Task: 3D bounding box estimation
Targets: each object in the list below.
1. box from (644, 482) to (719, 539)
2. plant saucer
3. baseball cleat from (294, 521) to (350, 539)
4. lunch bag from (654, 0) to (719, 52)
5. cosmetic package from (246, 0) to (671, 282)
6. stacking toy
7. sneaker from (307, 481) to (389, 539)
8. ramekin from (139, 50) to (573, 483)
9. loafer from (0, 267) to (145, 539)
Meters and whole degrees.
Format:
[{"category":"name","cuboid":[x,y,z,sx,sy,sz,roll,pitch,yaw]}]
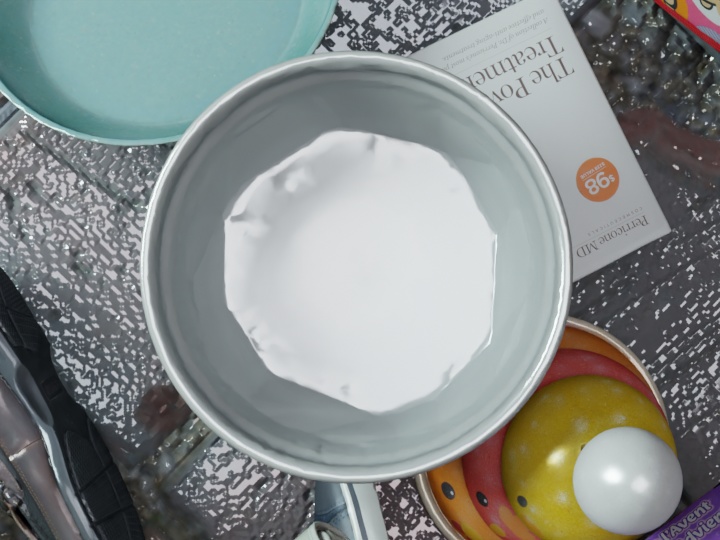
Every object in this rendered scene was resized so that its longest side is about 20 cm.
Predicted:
[{"category":"box","cuboid":[0.184,0.205,0.737,0.137,0.039,0.200,-37,120,-3]},{"category":"plant saucer","cuboid":[-0.105,-0.149,0.792,0.200,0.036,0.200,-2,69,6]},{"category":"baseball cleat","cuboid":[-0.049,0.175,0.752,0.070,0.200,0.107,35,70,-40]},{"category":"lunch bag","cuboid":[0.242,-0.209,0.811,0.200,0.082,0.176,-38,53,-6]},{"category":"cosmetic package","cuboid":[0.046,-0.043,0.823,0.200,0.052,0.151,-27,93,-6]},{"category":"stacking toy","cuboid":[0.108,0.093,0.749,0.146,0.200,0.146,0,87,-6]},{"category":"sneaker","cuboid":[-0.012,0.193,0.794,0.079,0.078,0.200,-11,86,-3]},{"category":"ramekin","cuboid":[0.000,0.000,0.733,0.200,0.105,0.200,0,88,3]},{"category":"loafer","cuboid":[-0.178,0.091,0.791,0.063,0.072,0.200,-28,88,10]}]
